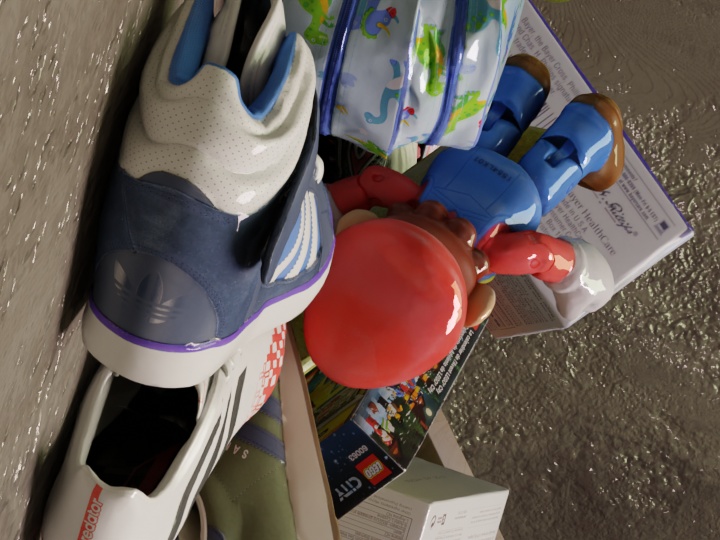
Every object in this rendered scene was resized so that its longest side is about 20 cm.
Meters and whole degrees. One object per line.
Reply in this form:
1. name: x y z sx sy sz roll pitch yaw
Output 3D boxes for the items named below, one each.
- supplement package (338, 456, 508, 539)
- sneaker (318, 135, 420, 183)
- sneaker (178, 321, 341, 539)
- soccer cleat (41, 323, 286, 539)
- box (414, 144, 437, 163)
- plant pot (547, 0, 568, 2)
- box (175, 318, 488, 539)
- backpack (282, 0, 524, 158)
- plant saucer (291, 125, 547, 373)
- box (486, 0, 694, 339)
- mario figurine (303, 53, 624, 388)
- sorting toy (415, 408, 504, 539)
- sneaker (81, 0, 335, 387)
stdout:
1. supplement package: -0.031 0.199 1.499 0.152 0.150 0.200 6 101 -70
2. sneaker: -0.012 -0.087 1.404 0.075 0.081 0.200 -29 150 -36
3. sneaker: -0.071 0.064 1.184 0.067 0.090 0.201 111 -33 -68
4. soccer cleat: -0.075 0.045 1.092 0.085 0.068 0.200 108 6 -49
5. box: 0.016 -0.074 1.501 0.137 0.040 0.200 48 -51 52
6. plant pot: 0.253 -0.397 3.018 0.200 0.187 0.187 -51 -163 58
7. box: -0.033 0.096 1.306 0.200 0.038 0.137 -39 -170 36
8. backpack: 0.018 -0.144 1.188 0.200 0.154 0.163 -52 169 -42
9. plant saucer: 0.000 0.000 1.339 0.200 0.048 0.200 -37 178 -24
10. box: 0.093 -0.061 1.651 0.105 0.184 0.200 -36 -177 -10
11. mario figurine: 0.038 -0.010 1.218 0.200 0.123 0.106 -46 125 -38
12. sorting toy: -0.008 0.171 1.647 0.069 0.199 0.200 -13 160 -38
13. sneaker: -0.041 -0.053 1.028 0.200 0.080 0.147 -52 164 -63
